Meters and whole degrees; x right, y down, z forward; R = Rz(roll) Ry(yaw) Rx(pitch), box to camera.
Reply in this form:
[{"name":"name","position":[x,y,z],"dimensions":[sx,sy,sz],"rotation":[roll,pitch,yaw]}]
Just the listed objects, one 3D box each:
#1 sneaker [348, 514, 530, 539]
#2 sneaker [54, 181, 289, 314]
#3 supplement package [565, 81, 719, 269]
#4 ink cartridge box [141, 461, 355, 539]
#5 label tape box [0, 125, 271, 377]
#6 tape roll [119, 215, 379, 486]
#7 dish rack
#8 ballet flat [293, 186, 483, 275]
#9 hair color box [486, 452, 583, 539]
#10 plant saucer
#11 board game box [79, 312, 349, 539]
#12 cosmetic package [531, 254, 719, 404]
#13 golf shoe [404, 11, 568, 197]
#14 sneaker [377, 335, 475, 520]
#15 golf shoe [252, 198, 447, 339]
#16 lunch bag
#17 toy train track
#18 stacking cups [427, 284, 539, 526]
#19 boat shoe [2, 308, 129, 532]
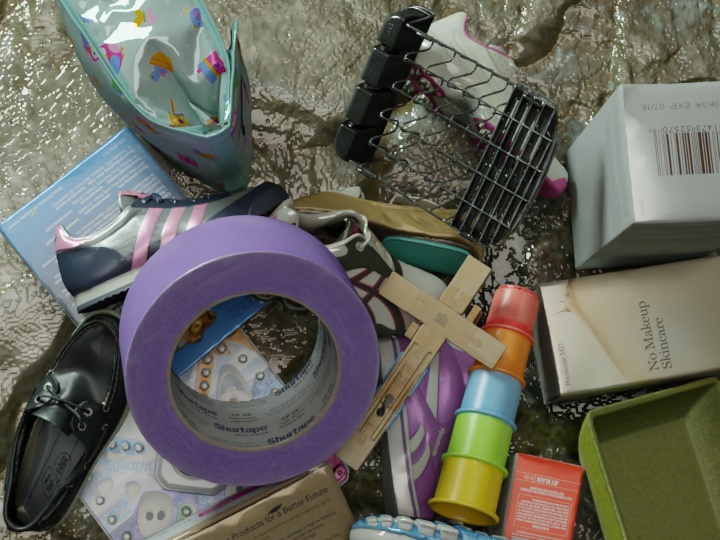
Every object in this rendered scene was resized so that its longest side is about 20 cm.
[{"name":"sneaker","position":[0.083,0.243,1.032],"dimensions":[0.199,0.075,0.087],"rotation":[11,84,12]},{"name":"sneaker","position":[-0.159,-0.042,1.098],"dimensions":[0.199,0.070,0.082],"rotation":[-27,85,-12]},{"name":"supplement package","position":[0.256,-0.077,1.136],"dimensions":[0.116,0.200,0.118],"rotation":[-4,79,-5]},{"name":"ink cartridge box","position":[-0.086,0.269,1.086],"dimensions":[0.199,0.075,0.166],"rotation":[-25,94,-11]},{"name":"label tape box","position":[-0.194,-0.001,1.155],"dimensions":[0.144,0.063,0.200],"rotation":[-39,85,-11]},{"name":"tape roll","position":[-0.090,0.064,1.054],"dimensions":[0.199,0.085,0.201],"rotation":[-4,112,-11]},{"name":"dish rack","position":[0.077,-0.121,1.141],"dimensions":[0.200,0.054,0.154],"rotation":[34,114,23]},{"name":"ballet flat","position":[0.012,-0.041,1.188],"dimensions":[0.199,0.069,0.063],"rotation":[12,55,-6]},{"name":"hair color box","position":[0.134,0.260,1.111],"dimensions":[0.061,0.102,0.201],"rotation":[12,79,0]},{"name":"plant saucer","position":[0.264,0.204,1.123],"dimensions":[0.199,0.048,0.201],"rotation":[-8,77,-42]},{"name":"board game box","position":[-0.144,0.159,1.147],"dimensions":[0.200,0.026,0.200],"rotation":[-37,84,-11]},{"name":"cosmetic package","position":[0.255,0.051,1.177],"dimensions":[0.199,0.073,0.104],"rotation":[-10,80,-7]},{"name":"golf shoe","position":[0.125,-0.154,1.207],"dimensions":[0.200,0.075,0.092],"rotation":[44,76,3]},{"name":"sneaker","position":[0.074,0.151,1.144],"dimensions":[0.114,0.073,0.202],"rotation":[-1,79,-8]},{"name":"golf shoe","position":[0.000,0.000,1.128],"dimensions":[0.199,0.088,0.077],"rotation":[12,36,-25]},{"name":"lunch bag","position":[-0.159,-0.167,1.134],"dimensions":[0.122,0.170,0.200],"rotation":[-36,79,-9]},{"name":"toy train track","position":[0.046,0.078,1.111],"dimensions":[0.114,0.033,0.200],"rotation":[34,87,12]},{"name":"stacking cups","position":[0.105,0.107,1.107],"dimensions":[0.060,0.061,0.201],"rotation":[15,69,-2]},{"name":"boat shoe","position":[-0.244,0.127,1.085],"dimensions":[0.074,0.066,0.200],"rotation":[31,100,10]}]
